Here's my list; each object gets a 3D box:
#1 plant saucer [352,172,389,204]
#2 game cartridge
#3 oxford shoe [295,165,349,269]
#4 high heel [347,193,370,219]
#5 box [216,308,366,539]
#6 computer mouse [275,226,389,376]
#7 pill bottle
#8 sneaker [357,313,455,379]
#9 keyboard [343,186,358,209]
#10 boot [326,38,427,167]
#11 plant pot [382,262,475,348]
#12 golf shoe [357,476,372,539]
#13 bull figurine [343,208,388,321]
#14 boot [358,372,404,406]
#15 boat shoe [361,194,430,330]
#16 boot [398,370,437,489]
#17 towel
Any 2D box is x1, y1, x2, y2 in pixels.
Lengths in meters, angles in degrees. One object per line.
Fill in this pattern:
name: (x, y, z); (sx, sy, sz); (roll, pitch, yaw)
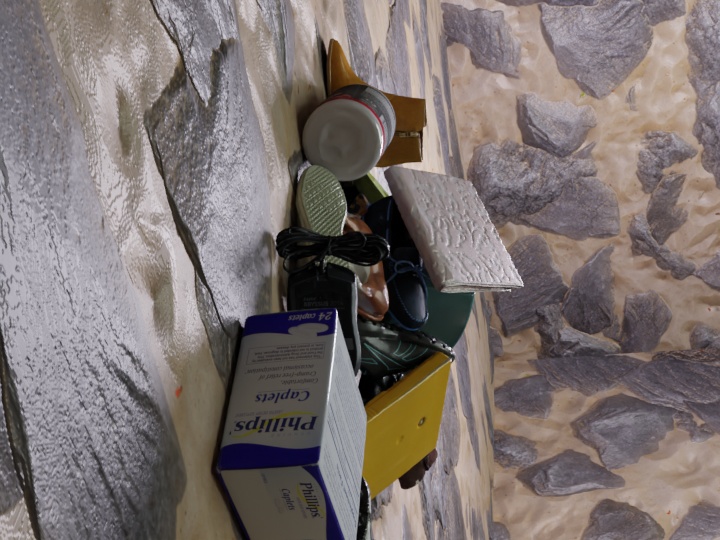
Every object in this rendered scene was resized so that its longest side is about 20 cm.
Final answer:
plant saucer: (0.046, -0.090, 1.809); (0.200, 0.031, 0.200); (52, 6, -7)
game cartridge: (0.043, 0.225, 1.562); (0.200, 0.032, 0.177); (-30, 140, -38)
oxford shoe: (-0.055, -0.049, 1.458); (0.058, 0.075, 0.201); (-46, -139, 45)
high heel: (0.000, 0.000, 1.650); (0.143, 0.071, 0.201); (-84, 175, -68)
box: (-0.064, 0.175, 1.175); (0.200, 0.104, 0.184); (-84, 165, -45)
computer mouse: (-0.039, 0.050, 1.369); (0.053, 0.138, 0.201); (-159, -108, -83)
pill bottle: (-0.010, -0.200, 1.593); (0.200, 0.110, 0.111); (-63, 147, -70)
sneaker: (0.040, 0.113, 1.596); (0.075, 0.199, 0.080); (30, -77, 65)
keyboard: (0.010, -0.086, 1.838); (0.200, 0.039, 0.105); (-32, 116, -77)
boot: (0.028, -0.257, 1.721); (0.071, 0.143, 0.202); (-62, 145, -72)
plant pot: (0.093, 0.035, 1.737); (0.200, 0.141, 0.142); (124, -28, -56)
golf shoe: (-0.014, 0.354, 1.412); (0.094, 0.077, 0.201); (27, 68, -59)
bull figurine: (-0.013, -0.025, 1.552); (0.121, 0.065, 0.201); (31, 32, -53)
boot: (0.044, 0.190, 1.691); (0.169, 0.076, 0.200); (-67, 151, -25)
boat shoe: (0.053, -0.016, 1.598); (0.084, 0.069, 0.201); (0, 63, -48)
boot: (0.089, 0.238, 1.879); (0.200, 0.072, 0.167); (-48, 124, -37)
towel: (0.133, -0.055, 1.637); (0.191, 0.032, 0.201); (4, 54, -48)
